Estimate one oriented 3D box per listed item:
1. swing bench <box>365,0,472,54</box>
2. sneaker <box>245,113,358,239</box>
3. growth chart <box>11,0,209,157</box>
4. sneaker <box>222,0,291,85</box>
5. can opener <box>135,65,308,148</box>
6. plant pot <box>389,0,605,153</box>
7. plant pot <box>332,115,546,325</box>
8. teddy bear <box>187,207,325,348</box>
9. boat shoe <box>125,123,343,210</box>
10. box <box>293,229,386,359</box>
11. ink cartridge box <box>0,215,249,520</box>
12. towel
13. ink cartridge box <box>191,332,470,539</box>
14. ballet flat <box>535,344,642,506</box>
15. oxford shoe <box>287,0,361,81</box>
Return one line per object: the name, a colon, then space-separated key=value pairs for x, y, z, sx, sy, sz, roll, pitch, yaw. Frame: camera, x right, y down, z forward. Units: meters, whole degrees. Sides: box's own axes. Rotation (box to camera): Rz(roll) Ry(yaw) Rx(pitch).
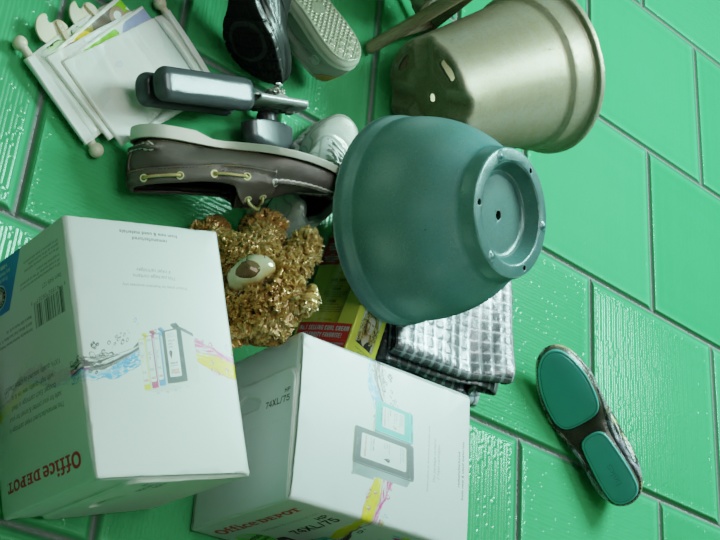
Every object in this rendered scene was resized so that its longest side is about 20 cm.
swing bench: x=0.062 y=-0.379 z=1.447 sx=0.129 sy=0.199 sz=0.201 roll=-28 pitch=92 yaw=-47
sneaker: x=-0.039 y=-0.091 z=1.307 sx=0.075 sy=0.081 sz=0.201 roll=44 pitch=46 yaw=-17
growth chart: x=-0.220 y=-0.189 z=1.222 sx=0.199 sy=0.018 sz=0.146 roll=-33 pitch=95 yaw=-46
sneaker: x=-0.093 y=-0.275 z=1.286 sx=0.091 sy=0.075 sz=0.201 roll=-45 pitch=141 yaw=-33
can opener: x=-0.125 y=-0.156 z=1.252 sx=0.199 sy=0.052 sz=0.067 roll=7 pitch=77 yaw=-49
plant pot: x=0.139 y=-0.211 z=1.470 sx=0.182 sy=0.200 sz=0.202 roll=-19 pitch=85 yaw=-35
plant pot: x=0.089 y=-0.050 z=1.222 sx=0.199 sy=0.133 sz=0.203 roll=2 pitch=87 yaw=-50
teddy bear: x=-0.099 y=-0.009 z=1.144 sx=0.201 sy=0.143 sz=0.067 roll=-81 pitch=176 yaw=-63
boat shoe: x=-0.115 y=-0.086 z=1.195 sx=0.198 sy=0.072 sz=0.060 roll=9 pitch=79 yaw=-15
box: x=0.000 y=0.000 z=1.274 sx=0.050 sy=0.075 sz=0.202 roll=43 pitch=58 yaw=-44
ink cartridge box: x=-0.195 y=0.081 z=1.029 sx=0.144 sy=0.147 sz=0.202 roll=5 pitch=68 yaw=-42
towel: x=0.082 y=0.028 z=1.364 sx=0.164 sy=0.085 sz=0.202 roll=20 pitch=59 yaw=-36
ink cartridge box: x=-0.024 y=0.167 z=1.154 sx=0.199 sy=0.146 sz=0.148 roll=23 pitch=57 yaw=-34
ballet flat: x=0.257 y=0.172 z=1.492 sx=0.072 sy=0.072 sz=0.202 roll=-32 pitch=95 yaw=-46
oxford shoe: x=-0.068 y=-0.281 z=1.386 sx=0.075 sy=0.058 sz=0.201 roll=-15 pitch=68 yaw=-40
